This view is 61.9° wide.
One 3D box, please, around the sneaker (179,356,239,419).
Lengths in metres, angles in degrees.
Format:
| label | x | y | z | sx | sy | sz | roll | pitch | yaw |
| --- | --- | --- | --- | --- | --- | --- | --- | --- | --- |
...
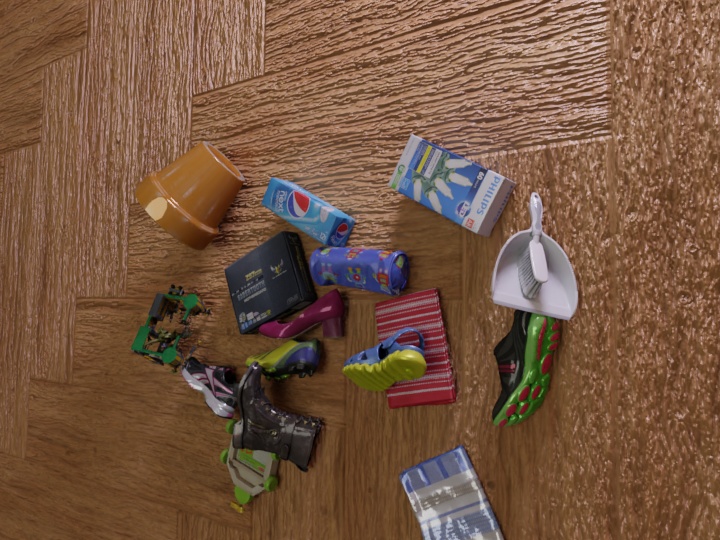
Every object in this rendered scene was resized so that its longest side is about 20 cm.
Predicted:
| label | x | y | z | sx | sy | sz | roll | pitch | yaw |
| --- | --- | --- | --- | --- | --- | --- | --- | --- | --- |
| sneaker | -0.325 | 0.247 | 1.355 | 0.199 | 0.080 | 0.087 | 34 | 83 | 34 |

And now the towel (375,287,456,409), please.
| label | x | y | z | sx | sy | sz | roll | pitch | yaw |
| --- | --- | --- | --- | --- | --- | --- | --- | --- | --- |
| towel | 0.097 | 0.144 | 1.083 | 0.144 | 0.022 | 0.202 | -16 | 76 | 35 |

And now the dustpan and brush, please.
| label | x | y | z | sx | sy | sz | roll | pitch | yaw |
| --- | --- | --- | --- | --- | --- | --- | --- | --- | --- |
| dustpan and brush | 0.271 | -0.033 | 0.935 | 0.057 | 0.138 | 0.201 | 114 | 165 | -51 |

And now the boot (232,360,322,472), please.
| label | x | y | z | sx | sy | sz | roll | pitch | yaw |
| --- | --- | --- | --- | --- | --- | --- | --- | --- | --- |
| boot | -0.161 | 0.291 | 1.207 | 0.172 | 0.069 | 0.202 | 9 | 96 | 9 |

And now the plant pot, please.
| label | x | y | z | sx | sy | sz | roll | pitch | yaw |
| --- | --- | --- | --- | --- | --- | --- | --- | --- | --- |
| plant pot | -0.366 | -0.180 | 1.344 | 0.183 | 0.200 | 0.200 | -45 | 62 | 6 |

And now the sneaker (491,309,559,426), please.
| label | x | y | z | sx | sy | sz | roll | pitch | yaw |
| --- | --- | --- | --- | --- | --- | --- | --- | --- | --- |
| sneaker | 0.252 | 0.153 | 0.952 | 0.084 | 0.076 | 0.202 | 31 | 107 | 58 |

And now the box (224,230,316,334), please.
| label | x | y | z | sx | sy | sz | roll | pitch | yaw |
| --- | --- | --- | --- | --- | --- | --- | --- | --- | --- |
| box | -0.196 | 0.029 | 1.280 | 0.199 | 0.051 | 0.159 | -28 | 70 | 31 |

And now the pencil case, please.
| label | x | y | z | sx | sy | sz | roll | pitch | yaw |
| --- | --- | --- | --- | --- | --- | --- | --- | --- | --- |
| pencil case | 0.000 | 0.000 | 1.128 | 0.199 | 0.078 | 0.087 | 6 | 128 | 35 |

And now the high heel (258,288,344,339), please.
| label | x | y | z | sx | sy | sz | roll | pitch | yaw |
| --- | --- | --- | --- | --- | --- | --- | --- | --- | --- |
| high heel | -0.121 | 0.087 | 1.212 | 0.198 | 0.067 | 0.097 | -4 | 94 | 20 |

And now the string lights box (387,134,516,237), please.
| label | x | y | z | sx | sy | sz | roll | pitch | yaw |
| --- | --- | --- | --- | --- | --- | --- | --- | --- | --- |
| string lights box | 0.155 | -0.148 | 1.039 | 0.199 | 0.059 | 0.103 | 33 | 104 | 32 |

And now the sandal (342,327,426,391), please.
| label | x | y | z | sx | sy | sz | roll | pitch | yaw |
| --- | --- | --- | --- | --- | --- | --- | --- | --- | --- |
| sandal | 0.048 | 0.158 | 1.071 | 0.199 | 0.079 | 0.087 | -22 | 35 | 42 |

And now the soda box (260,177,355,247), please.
| label | x | y | z | sx | sy | sz | roll | pitch | yaw |
| --- | --- | --- | --- | --- | --- | --- | --- | --- | --- |
| soda box | -0.108 | -0.119 | 1.217 | 0.199 | 0.068 | 0.065 | 32 | 105 | 33 |

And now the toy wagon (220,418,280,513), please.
| label | x | y | z | sx | sy | sz | roll | pitch | yaw |
| --- | --- | --- | --- | --- | --- | --- | --- | --- | --- |
| toy wagon | -0.236 | 0.416 | 1.289 | 0.154 | 0.039 | 0.202 | 16 | 97 | 35 |

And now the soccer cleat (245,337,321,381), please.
| label | x | y | z | sx | sy | sz | roll | pitch | yaw |
| --- | --- | --- | --- | --- | --- | --- | --- | --- | --- |
| soccer cleat | -0.158 | 0.180 | 1.248 | 0.199 | 0.065 | 0.084 | -11 | 51 | 38 |

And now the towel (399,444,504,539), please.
| label | x | y | z | sx | sy | sz | roll | pitch | yaw |
| --- | --- | --- | --- | --- | --- | --- | --- | --- | --- |
| towel | 0.156 | 0.418 | 1.020 | 0.146 | 0.024 | 0.201 | -33 | 69 | 28 |

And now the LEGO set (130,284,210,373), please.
| label | x | y | z | sx | sy | sz | roll | pitch | yaw |
| --- | --- | --- | --- | --- | --- | --- | --- | --- | --- |
| LEGO set | -0.433 | 0.148 | 1.411 | 0.152 | 0.116 | 0.202 | 0 | 64 | 15 |
